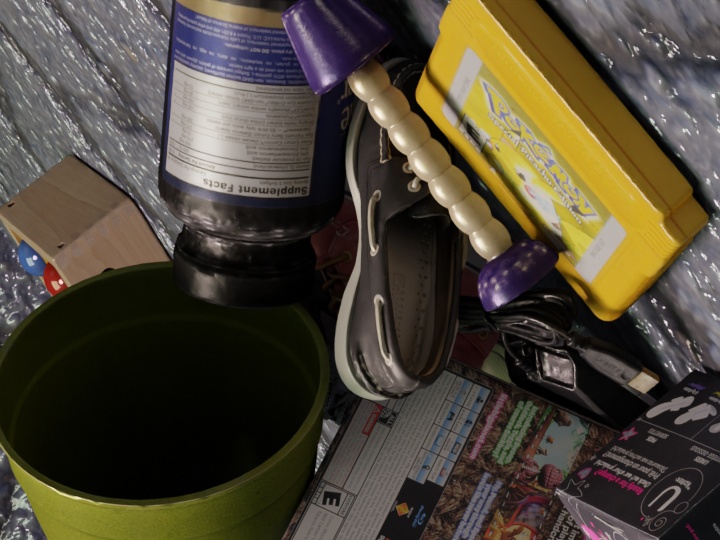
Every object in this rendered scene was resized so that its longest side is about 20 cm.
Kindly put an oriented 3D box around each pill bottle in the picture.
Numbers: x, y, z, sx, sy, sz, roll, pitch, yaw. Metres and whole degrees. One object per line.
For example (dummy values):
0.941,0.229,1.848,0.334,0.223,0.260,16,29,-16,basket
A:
-0.060,-0.086,1.573,0.112,0.111,0.201,36,126,51,pill bottle

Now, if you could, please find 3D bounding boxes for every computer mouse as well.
0.143,0.061,1.575,0.200,0.046,0.140,39,161,-24,computer mouse

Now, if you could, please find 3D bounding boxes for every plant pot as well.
-0.112,0.132,1.632,0.200,0.200,0.193,42,150,38,plant pot

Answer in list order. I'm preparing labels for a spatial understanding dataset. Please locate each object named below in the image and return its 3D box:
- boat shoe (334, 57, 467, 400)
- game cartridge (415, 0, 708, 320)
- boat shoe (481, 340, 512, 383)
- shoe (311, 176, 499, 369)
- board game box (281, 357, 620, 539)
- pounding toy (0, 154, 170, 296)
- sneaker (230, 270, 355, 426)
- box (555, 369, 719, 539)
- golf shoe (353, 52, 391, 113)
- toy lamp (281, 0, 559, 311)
0.029,-0.026,1.540,0.074,0.201,0.060,16,166,-29,boat shoe
0.102,-0.065,1.437,0.176,0.032,0.200,50,169,7,game cartridge
0.083,0.086,1.884,0.200,0.067,0.072,140,119,-65,boat shoe
0.000,0.000,1.676,0.199,0.091,0.071,28,164,-8,shoe
0.073,0.157,1.599,0.199,0.160,0.097,24,163,14,board game box
-0.267,0.023,2.754,0.184,0.142,0.200,34,158,55,pounding toy
-0.016,0.084,1.723,0.200,0.114,0.075,54,136,-2,sneaker
0.221,0.174,1.489,0.200,0.115,0.132,56,166,-19,box
-0.030,-0.100,1.675,0.073,0.092,0.200,59,164,-21,golf shoe
0.029,-0.071,1.487,0.200,0.058,0.058,54,167,-6,toy lamp
